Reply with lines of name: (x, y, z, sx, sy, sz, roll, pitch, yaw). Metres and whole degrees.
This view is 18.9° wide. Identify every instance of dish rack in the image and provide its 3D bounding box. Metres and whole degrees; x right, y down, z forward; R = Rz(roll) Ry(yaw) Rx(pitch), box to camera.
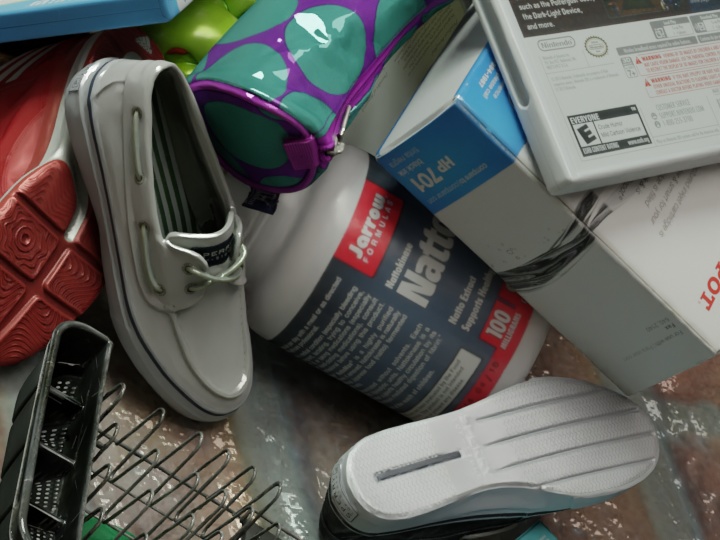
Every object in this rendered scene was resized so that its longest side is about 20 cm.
dish rack: (-0.081, 0.131, 0.991, 0.199, 0.054, 0.154, 35, 32, -24)

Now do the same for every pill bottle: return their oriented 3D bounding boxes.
pill bottle: (0.000, 0.000, 1.214, 0.199, 0.120, 0.120, 28, 37, -12)

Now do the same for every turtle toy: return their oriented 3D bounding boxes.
turtle toy: (-0.082, -0.132, 1.258, 0.144, 0.102, 0.200, -1, 0, 11)

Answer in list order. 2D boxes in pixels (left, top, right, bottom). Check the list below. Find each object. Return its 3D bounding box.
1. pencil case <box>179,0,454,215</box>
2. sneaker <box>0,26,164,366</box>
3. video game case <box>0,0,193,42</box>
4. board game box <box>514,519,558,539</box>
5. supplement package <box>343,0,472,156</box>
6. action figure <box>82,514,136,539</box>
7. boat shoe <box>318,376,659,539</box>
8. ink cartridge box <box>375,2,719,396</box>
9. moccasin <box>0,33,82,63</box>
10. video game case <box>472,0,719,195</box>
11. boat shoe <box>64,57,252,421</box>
pencil case: (-0.011, -0.127, 1.161, 0.092, 0.085, 0.200, 25, 54, 17)
sneaker: (-0.182, -0.037, 1.153, 0.078, 0.115, 0.201, 46, 59, -33)
video game case: (-0.126, -0.172, 1.193, 0.200, 0.142, 0.018, -54, 134, -55)
board game box: (0.113, 0.242, 1.110, 0.200, 0.047, 0.151, 47, 36, 11)
supplement package: (0.088, -0.098, 1.364, 0.150, 0.152, 0.201, 7, 46, -33)
action figure: (-0.152, 0.145, 0.982, 0.199, 0.055, 0.119, 13, 41, -41)
boat shoe: (0.065, 0.106, 1.168, 0.198, 0.071, 0.073, -6, 67, -26)
ink cartridge box: (0.127, -0.055, 1.183, 0.200, 0.086, 0.147, 43, 51, -13)
moccasin: (-0.243, -0.155, 1.220, 0.200, 0.074, 0.078, 20, 30, -38)
video game case: (0.144, -0.139, 1.166, 0.199, 0.023, 0.183, -12, 76, -38)
boat shoe: (-0.093, -0.012, 1.111, 0.073, 0.066, 0.201, -37, 114, -39)
